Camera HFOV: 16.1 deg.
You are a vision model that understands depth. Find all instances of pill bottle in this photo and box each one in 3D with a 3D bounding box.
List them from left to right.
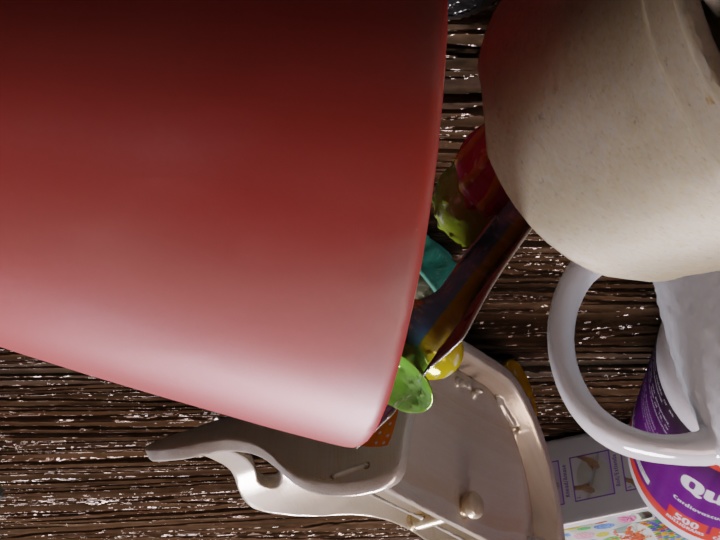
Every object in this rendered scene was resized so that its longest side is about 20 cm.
[{"bbox_3d":[0.202,0.063,1.315,0.112,0.113,0.200,-6,156,-3],"label":"pill bottle"}]

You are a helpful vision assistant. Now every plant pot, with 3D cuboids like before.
[{"bbox_3d":[-0.073,-0.044,0.930,0.176,0.202,0.201,8,154,-8],"label":"plant pot"},{"bbox_3d":[0.141,-0.079,0.915,0.199,0.202,0.183,6,163,-28],"label":"plant pot"}]

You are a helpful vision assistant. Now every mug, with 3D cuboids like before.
[{"bbox_3d":[0.182,0.023,1.140,0.198,0.176,0.148,-9,156,5],"label":"mug"}]

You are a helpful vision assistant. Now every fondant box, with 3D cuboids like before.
[{"bbox_3d":[0.197,0.135,1.542,0.199,0.059,0.144,-14,155,13],"label":"fondant box"}]

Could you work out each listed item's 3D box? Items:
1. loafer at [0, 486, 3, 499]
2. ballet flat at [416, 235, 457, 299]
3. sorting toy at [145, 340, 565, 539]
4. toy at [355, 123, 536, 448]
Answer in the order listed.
[{"bbox_3d":[-0.281,0.165,1.457,0.199,0.070,0.075,-23,151,32],"label":"loafer"},{"bbox_3d":[0.000,0.000,1.169,0.067,0.071,0.200,-16,154,20],"label":"ballet flat"},{"bbox_3d":[-0.012,0.098,1.364,0.179,0.108,0.200,-11,157,26],"label":"sorting toy"},{"bbox_3d":[0.054,-0.029,1.035,0.047,0.200,0.115,34,147,-3],"label":"toy"}]
